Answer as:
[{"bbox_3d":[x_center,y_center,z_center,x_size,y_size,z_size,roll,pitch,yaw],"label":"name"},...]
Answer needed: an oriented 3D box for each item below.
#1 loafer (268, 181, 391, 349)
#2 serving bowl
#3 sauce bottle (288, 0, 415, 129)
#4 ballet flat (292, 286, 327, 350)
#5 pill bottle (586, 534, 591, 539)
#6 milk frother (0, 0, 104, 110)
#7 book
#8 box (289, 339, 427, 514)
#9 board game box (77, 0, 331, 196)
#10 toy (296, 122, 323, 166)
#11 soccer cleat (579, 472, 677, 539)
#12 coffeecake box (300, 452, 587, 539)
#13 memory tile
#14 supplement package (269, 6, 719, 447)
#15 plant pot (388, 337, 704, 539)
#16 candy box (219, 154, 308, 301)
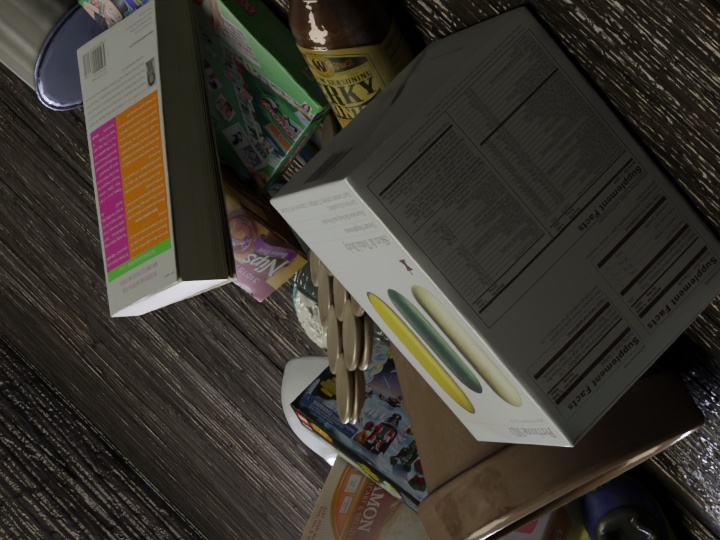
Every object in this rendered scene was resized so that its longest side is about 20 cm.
[{"bbox_3d":[0.000,0.000,1.814,0.200,0.072,0.063,40,-154,26],"label":"loafer"},{"bbox_3d":[0.019,0.143,1.985,0.199,0.066,0.200,20,163,6],"label":"serving bowl"},{"bbox_3d":[-0.006,-0.143,1.456,0.065,0.065,0.200,30,158,47],"label":"sauce bottle"},{"bbox_3d":[0.003,0.053,1.949,0.072,0.072,0.200,38,171,27],"label":"ballet flat"},{"bbox_3d":[0.143,0.281,1.885,0.120,0.200,0.120,42,164,15],"label":"pill bottle"},{"bbox_3d":[-0.309,-0.217,1.835,0.188,0.200,0.181,39,160,25],"label":"milk frother"},{"bbox_3d":[-0.152,-0.078,1.654,0.133,0.048,0.201,-20,75,55],"label":"book"},{"bbox_3d":[0.058,0.111,1.801,0.200,0.137,0.040,32,160,40],"label":"box"},{"bbox_3d":[-0.110,-0.162,1.671,0.200,0.029,0.135,47,145,4],"label":"board game box"},{"bbox_3d":[-0.076,-0.113,1.757,0.200,0.047,0.115,43,163,11],"label":"toy"},{"bbox_3d":[0.224,0.217,1.808,0.200,0.064,0.084,55,-167,-44],"label":"soccer cleat"},{"bbox_3d":[0.070,0.193,1.807,0.199,0.154,0.073,4,142,28],"label":"coffeecake box"},{"bbox_3d":[-0.011,-0.005,1.633,0.201,0.017,0.154,-102,15,-49],"label":"memory tile"},{"bbox_3d":[0.081,-0.021,1.362,0.200,0.151,0.152,49,164,-11],"label":"supplement package"},{"bbox_3d":[0.099,0.072,1.533,0.175,0.199,0.200,61,167,9],"label":"plant pot"},{"bbox_3d":[-0.125,-0.079,1.769,0.117,0.056,0.200,39,-164,-49],"label":"candy box"}]
